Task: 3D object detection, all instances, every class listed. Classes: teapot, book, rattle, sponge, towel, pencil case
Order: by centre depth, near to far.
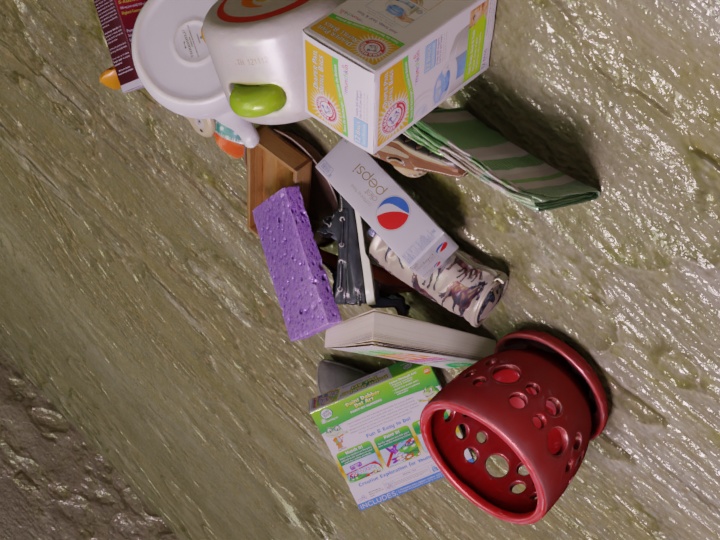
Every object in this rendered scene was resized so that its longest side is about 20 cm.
[{"bbox_3d":[0.148,-0.125,1.186,0.200,0.152,0.024,34,116,27],"label":"towel"},{"bbox_3d":[0.102,-0.007,1.426,0.200,0.078,0.090,33,134,28],"label":"pencil case"},{"bbox_3d":[-0.205,-0.295,1.468,0.196,0.201,0.146,22,-178,8],"label":"teapot"},{"bbox_3d":[0.068,0.101,1.506,0.133,0.199,0.048,-17,65,58],"label":"book"},{"bbox_3d":[-0.092,-0.008,1.524,0.111,0.030,0.201,-29,76,56],"label":"sponge"},{"bbox_3d":[-0.267,-0.236,1.624,0.130,0.143,0.201,-18,102,37],"label":"rattle"}]

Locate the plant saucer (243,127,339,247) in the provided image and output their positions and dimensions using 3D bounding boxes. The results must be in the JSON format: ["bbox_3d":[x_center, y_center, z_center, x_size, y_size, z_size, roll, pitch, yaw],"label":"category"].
[{"bbox_3d":[-0.091,-0.128,1.597,0.200,0.037,0.201,34,146,27],"label":"plant saucer"}]

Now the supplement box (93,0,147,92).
[{"bbox_3d":[-0.305,-0.361,1.520,0.061,0.109,0.201,-6,104,51],"label":"supplement box"}]

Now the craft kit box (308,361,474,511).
[{"bbox_3d":[0.049,0.248,1.672,0.049,0.199,0.198,-102,-11,-64],"label":"craft kit box"}]

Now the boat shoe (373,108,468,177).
[{"bbox_3d":[0.067,-0.155,1.331,0.200,0.076,0.074,33,151,43],"label":"boat shoe"}]

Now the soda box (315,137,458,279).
[{"bbox_3d":[0.033,-0.082,1.393,0.200,0.064,0.068,49,-173,25],"label":"soda box"}]

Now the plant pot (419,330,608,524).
[{"bbox_3d":[0.205,0.194,1.399,0.200,0.182,0.201,33,145,28],"label":"plant pot"}]

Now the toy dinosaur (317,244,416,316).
[{"bbox_3d":[0.000,0.000,1.572,0.182,0.105,0.200,47,116,-2],"label":"toy dinosaur"}]

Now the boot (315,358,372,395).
[{"bbox_3d":[0.012,0.234,1.801,0.199,0.072,0.183,-8,97,48],"label":"boot"}]

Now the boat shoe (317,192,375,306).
[{"bbox_3d":[-0.025,-0.047,1.483,0.075,0.066,0.201,57,-157,-83],"label":"boat shoe"}]

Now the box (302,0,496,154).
[{"bbox_3d":[0.041,-0.232,1.146,0.101,0.200,0.113,35,146,26],"label":"box"}]

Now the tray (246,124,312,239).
[{"bbox_3d":[-0.119,-0.109,1.587,0.098,0.037,0.201,37,148,22],"label":"tray"}]

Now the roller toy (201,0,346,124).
[{"bbox_3d":[-0.089,-0.275,1.295,0.200,0.181,0.140,-119,8,-56],"label":"roller toy"}]
